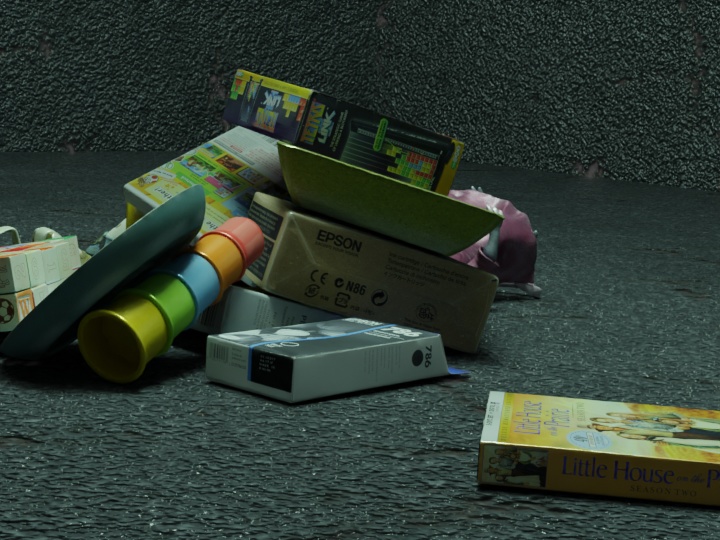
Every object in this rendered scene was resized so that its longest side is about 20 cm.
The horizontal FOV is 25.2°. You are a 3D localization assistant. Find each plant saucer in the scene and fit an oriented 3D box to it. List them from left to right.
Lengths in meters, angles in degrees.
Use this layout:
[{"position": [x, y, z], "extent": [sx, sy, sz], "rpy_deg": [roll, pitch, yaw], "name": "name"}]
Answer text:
[{"position": [-0.191, 0.007, 1.241], "extent": [0.200, 0.027, 0.200], "rpy_deg": [-41, -1, -1], "name": "plant saucer"}, {"position": [0.015, -0.059, 1.414], "extent": [0.199, 0.048, 0.200], "rpy_deg": [18, 3, -4], "name": "plant saucer"}]

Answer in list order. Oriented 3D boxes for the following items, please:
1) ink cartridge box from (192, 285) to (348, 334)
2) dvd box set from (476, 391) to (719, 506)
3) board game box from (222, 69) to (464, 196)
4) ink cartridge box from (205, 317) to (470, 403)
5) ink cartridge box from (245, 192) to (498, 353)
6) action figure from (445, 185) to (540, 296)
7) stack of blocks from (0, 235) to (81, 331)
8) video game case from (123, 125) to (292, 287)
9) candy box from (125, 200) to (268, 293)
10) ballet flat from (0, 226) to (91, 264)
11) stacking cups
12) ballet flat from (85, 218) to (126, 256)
[{"position": [-0.089, 0.044, 1.418], "extent": [0.200, 0.047, 0.160], "rpy_deg": [19, -5, -41], "name": "ink cartridge box"}, {"position": [0.176, 0.111, 1.010], "extent": [0.199, 0.029, 0.146], "rpy_deg": [5, 8, 7], "name": "dvd box set"}, {"position": [-0.020, -0.132, 1.523], "extent": [0.165, 0.057, 0.200], "rpy_deg": [15, 5, -25], "name": "board game box"}, {"position": [-0.013, 0.065, 1.245], "extent": [0.099, 0.039, 0.200], "rpy_deg": [10, 9, 43], "name": "ink cartridge box"}, {"position": [0.000, 0.000, 1.420], "extent": [0.200, 0.075, 0.165], "rpy_deg": [17, 5, -17], "name": "ink cartridge box"}, {"position": [0.093, -0.008, 1.665], "extent": [0.134, 0.149, 0.200], "rpy_deg": [9, 31, 30], "name": "action figure"}, {"position": [-0.299, 0.012, 1.355], "extent": [0.115, 0.059, 0.200], "rpy_deg": [-7, 5, 13], "name": "stack of blocks"}, {"position": [-0.103, -0.073, 1.588], "extent": [0.182, 0.023, 0.200], "rpy_deg": [-31, 48, -32], "name": "video game case"}, {"position": [-0.140, -0.030, 1.642], "extent": [0.199, 0.103, 0.026], "rpy_deg": [2, 4, -6], "name": "candy box"}, {"position": [-0.327, -0.011, 1.566], "extent": [0.200, 0.071, 0.071], "rpy_deg": [-3, 10, -40], "name": "ballet flat"}, {"position": [-0.140, 0.018, 1.250], "extent": [0.060, 0.061, 0.200], "rpy_deg": [7, 26, 24], "name": "stacking cups"}, {"position": [-0.224, -0.031, 1.746], "extent": [0.200, 0.074, 0.074], "rpy_deg": [9, 10, 39], "name": "ballet flat"}]
